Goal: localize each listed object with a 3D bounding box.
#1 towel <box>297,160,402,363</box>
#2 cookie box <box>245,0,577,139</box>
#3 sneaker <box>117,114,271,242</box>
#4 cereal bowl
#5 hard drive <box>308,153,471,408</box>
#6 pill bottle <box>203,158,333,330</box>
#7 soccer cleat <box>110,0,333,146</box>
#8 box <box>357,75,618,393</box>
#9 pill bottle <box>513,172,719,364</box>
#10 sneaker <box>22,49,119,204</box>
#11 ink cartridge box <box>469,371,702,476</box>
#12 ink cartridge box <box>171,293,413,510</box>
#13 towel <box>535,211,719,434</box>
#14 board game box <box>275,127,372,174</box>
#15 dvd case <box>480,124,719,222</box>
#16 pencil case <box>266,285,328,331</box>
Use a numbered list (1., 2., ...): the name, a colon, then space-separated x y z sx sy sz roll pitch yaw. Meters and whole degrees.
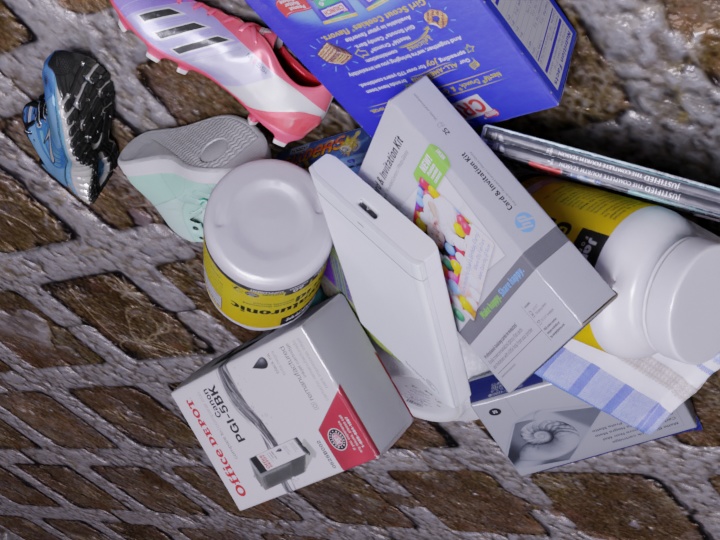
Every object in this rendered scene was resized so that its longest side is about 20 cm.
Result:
1. towel: 0.000 0.000 1.020 0.143 0.023 0.201 42 160 29
2. cookie box: 0.028 -0.187 0.777 0.169 0.076 0.200 -9 138 42
3. sneaker: -0.133 -0.078 1.056 0.199 0.074 0.119 5 141 45
4. cereal bowl: 0.077 0.103 1.198 0.197 0.084 0.201 16 149 10
5. hard drive: 0.026 0.013 0.880 0.132 0.027 0.201 43 163 34
6. pill bottle: -0.085 -0.011 0.994 0.110 0.113 0.200 22 162 0
7. soccer cleat: -0.109 -0.183 0.904 0.199 0.067 0.077 36 117 -12
8. box: 0.079 -0.020 0.808 0.201 0.041 0.156 51 157 10
9. pill bottle: 0.180 -0.001 0.834 0.199 0.113 0.113 23 160 51
10. sneaker: -0.290 -0.138 1.068 0.089 0.079 0.201 24 150 3
11. ink cartridge box: 0.236 0.151 1.146 0.197 0.041 0.200 -20 134 21
12. ink cartridge box: -0.070 0.134 1.099 0.199 0.083 0.148 -28 95 36
13. towel: 0.249 0.050 0.932 0.145 0.024 0.201 28 125 -16
14. board game box: 0.028 -0.071 1.000 0.198 0.035 0.135 -9 138 43
15. dvd case: 0.189 -0.069 0.833 0.197 0.022 0.146 18 -174 10
16. pencil case: -0.048 0.088 1.172 0.084 0.093 0.202 -26 100 9
